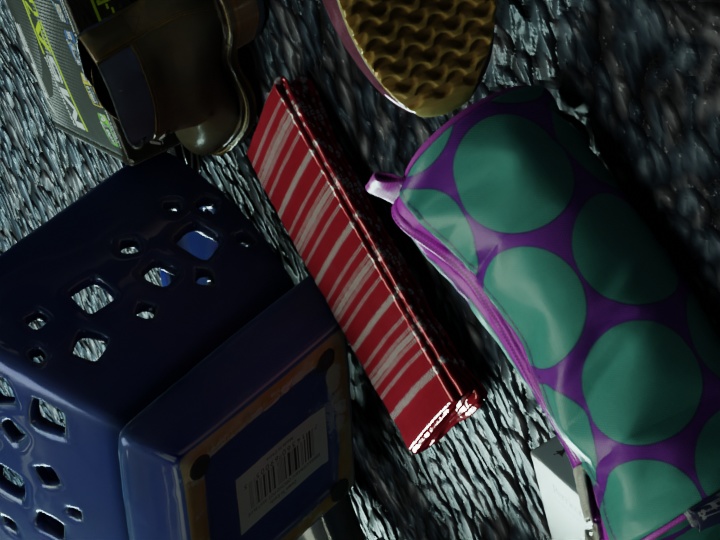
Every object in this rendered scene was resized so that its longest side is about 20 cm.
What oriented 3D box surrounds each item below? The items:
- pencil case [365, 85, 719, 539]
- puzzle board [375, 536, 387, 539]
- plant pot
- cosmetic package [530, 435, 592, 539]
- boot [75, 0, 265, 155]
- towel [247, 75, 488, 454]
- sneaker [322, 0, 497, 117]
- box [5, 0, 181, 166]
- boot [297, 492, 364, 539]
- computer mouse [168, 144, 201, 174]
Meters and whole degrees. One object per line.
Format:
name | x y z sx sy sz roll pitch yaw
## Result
pencil case | 0.091 0.026 1.115 0.201 0.092 0.085 58 163 13
puzzle board | 0.081 0.257 1.630 0.200 0.017 0.151 32 145 57
plant pot | -0.114 0.080 1.578 0.179 0.200 0.201 29 141 30
cosmetic package | 0.161 0.173 1.213 0.200 0.051 0.151 41 156 48
boot | -0.112 -0.106 1.478 0.075 0.097 0.200 55 161 19
towel | 0.000 0.000 1.453 0.201 0.022 0.145 61 165 8
sneaker | -0.002 -0.159 1.146 0.090 0.075 0.201 170 79 -80
box | -0.181 -0.172 1.630 0.193 0.047 0.201 25 138 66
boot | -0.014 0.225 1.731 0.201 0.072 0.182 60 158 11
computer mouse | -0.103 -0.018 1.697 0.059 0.034 0.201 41 153 49
